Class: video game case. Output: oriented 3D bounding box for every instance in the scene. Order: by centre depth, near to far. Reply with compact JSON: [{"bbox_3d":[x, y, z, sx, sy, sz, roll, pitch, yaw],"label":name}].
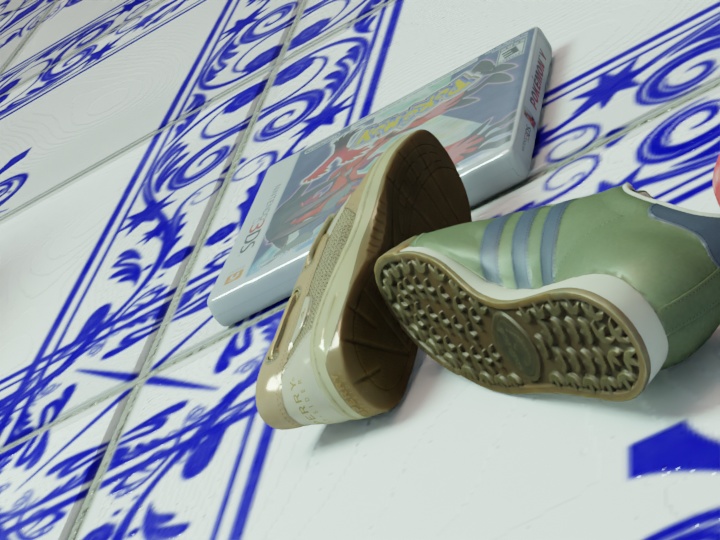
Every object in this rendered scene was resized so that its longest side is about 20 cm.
[{"bbox_3d":[0.014,-0.057,1.150,0.200,0.023,0.182,-26,21,21],"label":"video game case"}]

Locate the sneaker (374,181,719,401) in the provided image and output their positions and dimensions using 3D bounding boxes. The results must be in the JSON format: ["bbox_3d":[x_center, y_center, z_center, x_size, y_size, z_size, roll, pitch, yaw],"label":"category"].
[{"bbox_3d":[0.090,0.003,0.829,0.090,0.067,0.200,-33,18,-21],"label":"sneaker"}]

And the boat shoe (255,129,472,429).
[{"bbox_3d":[0.000,0.000,0.960,0.064,0.071,0.200,-21,24,31],"label":"boat shoe"}]

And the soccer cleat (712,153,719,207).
[{"bbox_3d":[0.230,-0.073,0.784,0.200,0.067,0.076,-28,3,10],"label":"soccer cleat"}]
